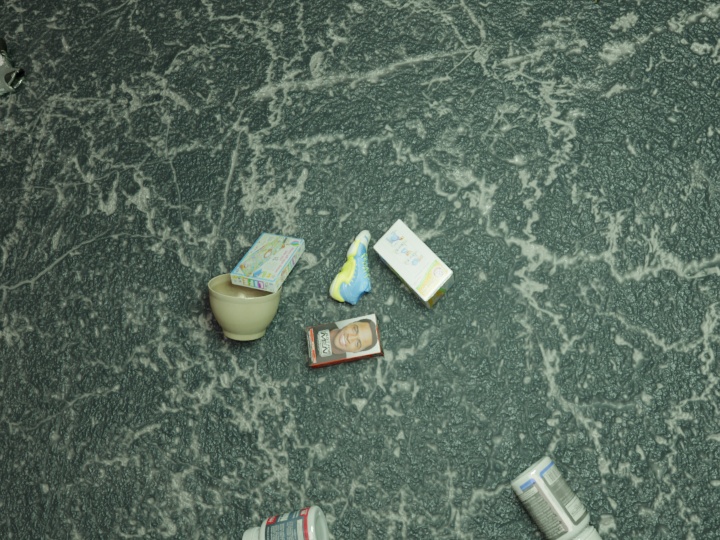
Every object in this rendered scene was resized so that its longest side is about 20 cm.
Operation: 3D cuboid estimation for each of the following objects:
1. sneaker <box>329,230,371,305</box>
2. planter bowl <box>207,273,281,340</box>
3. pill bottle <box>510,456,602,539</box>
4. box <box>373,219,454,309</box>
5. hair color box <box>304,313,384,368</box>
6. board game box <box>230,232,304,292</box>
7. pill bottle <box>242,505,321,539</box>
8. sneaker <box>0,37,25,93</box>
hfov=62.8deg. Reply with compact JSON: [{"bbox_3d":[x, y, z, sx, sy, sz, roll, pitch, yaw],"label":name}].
[{"bbox_3d":[0.000,0.000,1.587,0.103,0.076,0.204,28,92,7],"label":"sneaker"},{"bbox_3d":[-0.310,0.103,1.584,0.194,0.200,0.140,10,107,16],"label":"planter bowl"},{"bbox_3d":[0.436,0.534,1.313,0.112,0.114,0.203,-35,71,3],"label":"pill bottle"},{"bbox_3d":[0.140,-0.014,1.524,0.101,0.113,0.200,-44,71,-1],"label":"box"},{"bbox_3d":[-0.042,0.187,1.550,0.193,0.061,0.105,-13,73,10],"label":"hair color box"},{"bbox_3d":[-0.249,-0.026,1.605,0.130,0.035,0.202,10,39,16],"label":"board game box"},{"bbox_3d":[-0.184,0.659,1.439,0.194,0.120,0.123,-17,73,9],"label":"pill bottle"},{"bbox_3d":[-1.235,-0.722,2.082,0.111,0.075,0.208,-3,86,9],"label":"sneaker"}]
